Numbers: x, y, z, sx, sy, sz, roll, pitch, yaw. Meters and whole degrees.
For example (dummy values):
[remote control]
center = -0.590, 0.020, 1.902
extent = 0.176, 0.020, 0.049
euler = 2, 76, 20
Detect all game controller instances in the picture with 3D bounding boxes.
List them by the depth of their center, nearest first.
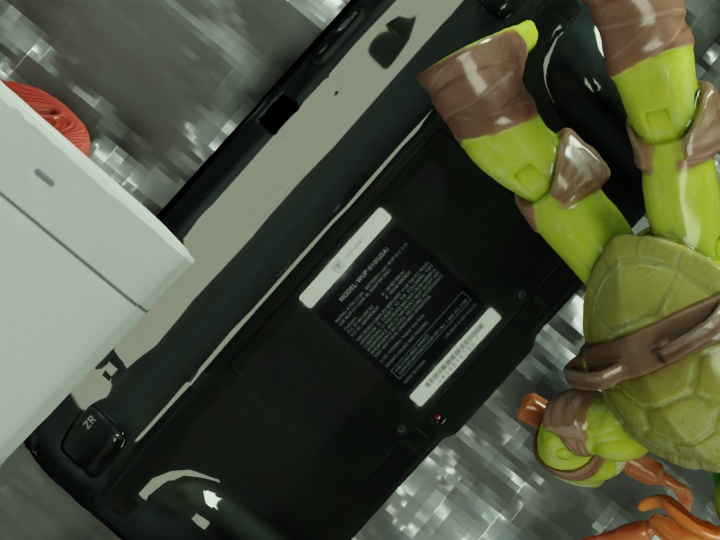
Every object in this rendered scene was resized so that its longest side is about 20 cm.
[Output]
[game controller]
center = 0.000, 0.000, 0.801
extent = 0.200, 0.042, 0.104
euler = -48, 116, 1

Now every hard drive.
[hard drive]
center = -0.147, 0.036, 0.716
extent = 0.200, 0.027, 0.132
euler = -45, 141, 1

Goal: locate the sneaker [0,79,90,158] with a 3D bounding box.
[sneaker]
center = -0.162, 0.024, 0.772
extent = 0.200, 0.078, 0.116
euler = -15, 123, -12

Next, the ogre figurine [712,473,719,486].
[ogre figurine]
center = 0.161, -0.019, 0.781
extent = 0.120, 0.098, 0.200
euler = -9, 110, -21

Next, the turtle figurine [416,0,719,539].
[turtle figurine]
center = 0.073, 0.010, 0.740
extent = 0.064, 0.200, 0.162
euler = -27, 91, -42
